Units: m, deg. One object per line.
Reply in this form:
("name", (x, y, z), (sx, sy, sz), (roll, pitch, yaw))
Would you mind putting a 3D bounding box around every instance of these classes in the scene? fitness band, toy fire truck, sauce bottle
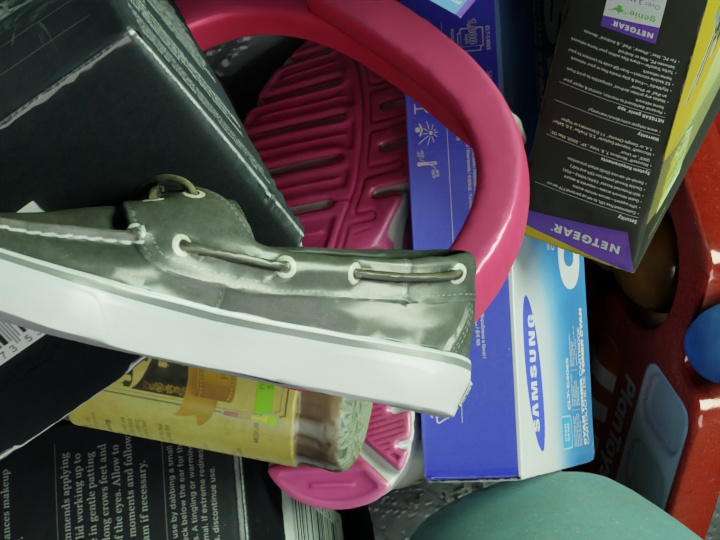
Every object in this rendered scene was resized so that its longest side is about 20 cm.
("fitness band", (-0.025, -0.039, 0.948), (0.144, 0.200, 0.037), (-42, 145, -14))
("toy fire truck", (0.121, 0.020, 1.110), (0.112, 0.168, 0.201), (-4, 129, -24))
("sauce bottle", (-0.095, 0.030, 0.976), (0.199, 0.065, 0.065), (9, 129, 7))

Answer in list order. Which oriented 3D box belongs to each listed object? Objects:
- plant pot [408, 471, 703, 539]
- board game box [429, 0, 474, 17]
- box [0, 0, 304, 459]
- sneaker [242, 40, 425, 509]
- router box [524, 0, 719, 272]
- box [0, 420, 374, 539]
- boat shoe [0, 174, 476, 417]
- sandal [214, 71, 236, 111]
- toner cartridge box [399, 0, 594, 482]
("plant pot", (0.079, 0.160, 1.033), (0.199, 0.135, 0.200), (-11, 152, -6))
("board game box", (-0.045, -0.177, 0.890), (0.200, 0.135, 0.045), (25, 114, -39))
("box", (-0.155, -0.044, 0.901), (0.200, 0.197, 0.124), (-35, 133, 4))
("sneaker", (0.000, 0.000, 1.051), (0.081, 0.201, 0.088), (-2, 169, 21))
("router box", (0.125, -0.118, 0.990), (0.052, 0.200, 0.158), (20, 127, 11))
("box", (-0.109, 0.136, 1.073), (0.199, 0.105, 0.148), (-16, 152, 18))
("boat shoe", (-0.052, 0.001, 0.816), (0.199, 0.069, 0.057), (14, 86, -27))
("sandal", (-0.124, -0.002, 1.034), (0.200, 0.055, 0.082), (-44, 109, 11))
("toner cartridge box", (0.055, -0.020, 1.026), (0.043, 0.201, 0.095), (-3, 180, 23))
